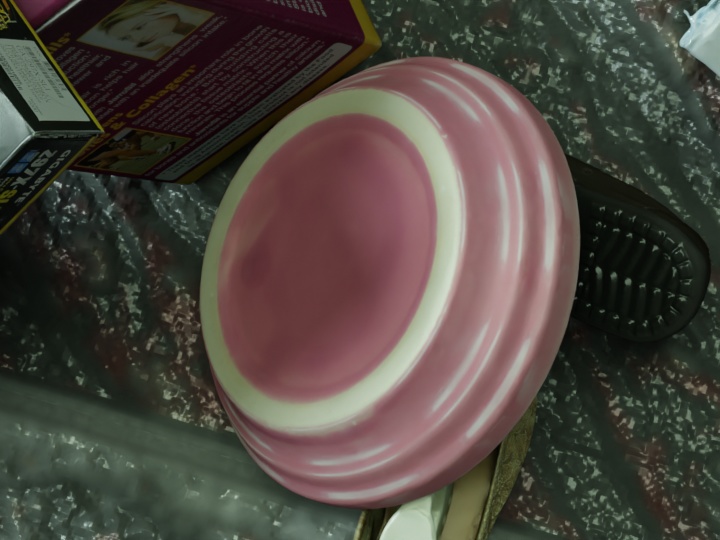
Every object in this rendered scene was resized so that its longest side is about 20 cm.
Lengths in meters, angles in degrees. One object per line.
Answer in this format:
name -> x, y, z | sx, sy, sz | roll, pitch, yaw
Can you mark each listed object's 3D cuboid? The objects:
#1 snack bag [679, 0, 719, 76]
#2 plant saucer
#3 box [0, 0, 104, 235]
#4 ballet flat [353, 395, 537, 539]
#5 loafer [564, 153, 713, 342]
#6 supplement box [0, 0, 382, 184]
snack bag -> 0.263, -0.114, 0.842 | 0.200, 0.021, 0.189 | 37, 95, -22
plant saucer -> 0.000, 0.000, 0.833 | 0.200, 0.051, 0.201 | -16, 66, 39
box -> -0.216, -0.050, 0.752 | 0.200, 0.049, 0.160 | -43, 76, 22
ballet flat -> 0.036, 0.087, 0.852 | 0.070, 0.065, 0.200 | 9, 74, 8
loafer -> 0.074, -0.026, 0.889 | 0.200, 0.071, 0.073 | 32, 107, 24
supplement box -> -0.106, -0.117, 0.836 | 0.131, 0.200, 0.103 | -32, 72, 26
